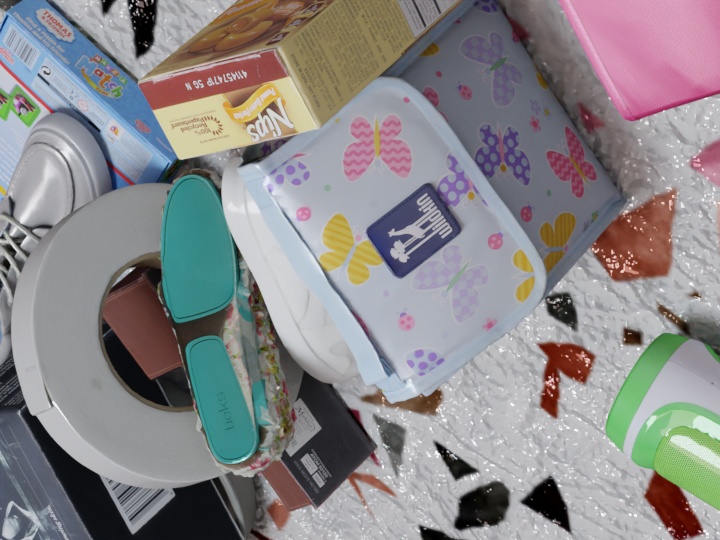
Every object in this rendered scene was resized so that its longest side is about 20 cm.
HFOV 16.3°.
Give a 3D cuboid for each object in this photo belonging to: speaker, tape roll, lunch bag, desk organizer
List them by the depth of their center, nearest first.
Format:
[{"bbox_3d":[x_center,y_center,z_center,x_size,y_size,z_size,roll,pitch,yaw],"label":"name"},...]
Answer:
[{"bbox_3d":[0.037,-0.042,1.438,0.127,0.200,0.170,-21,107,48],"label":"lunch bag"},{"bbox_3d":[0.246,0.117,1.477,0.200,0.088,0.089,31,137,18],"label":"speaker"},{"bbox_3d":[-0.131,0.043,1.649,0.203,0.203,0.037,54,149,-9],"label":"tape roll"},{"bbox_3d":[-0.088,0.073,1.740,0.200,0.072,0.077,54,142,-9],"label":"desk organizer"}]

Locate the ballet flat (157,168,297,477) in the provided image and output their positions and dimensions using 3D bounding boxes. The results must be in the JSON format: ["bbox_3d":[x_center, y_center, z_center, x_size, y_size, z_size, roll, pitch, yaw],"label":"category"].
[{"bbox_3d":[-0.085,0.034,1.628,0.076,0.064,0.200,-10,86,27],"label":"ballet flat"}]

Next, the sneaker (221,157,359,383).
[{"bbox_3d":[0.000,0.000,1.600,0.115,0.074,0.200,-7,139,20],"label":"sneaker"}]

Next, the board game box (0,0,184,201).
[{"bbox_3d":[-0.210,-0.078,1.747,0.151,0.037,0.200,42,139,4],"label":"board game box"}]

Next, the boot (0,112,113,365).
[{"bbox_3d":[-0.229,-0.011,1.715,0.074,0.096,0.200,31,138,16],"label":"boot"}]

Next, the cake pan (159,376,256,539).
[{"bbox_3d":[-0.158,0.151,1.888,0.200,0.037,0.200,23,134,25],"label":"cake pan"}]

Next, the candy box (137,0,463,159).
[{"bbox_3d":[-0.018,-0.141,1.403,0.115,0.200,0.055,-8,118,44],"label":"candy box"}]

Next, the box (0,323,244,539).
[{"bbox_3d":[-0.224,0.155,1.828,0.196,0.124,0.200,-7,117,46],"label":"box"}]

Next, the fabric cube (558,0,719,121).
[{"bbox_3d":[0.200,-0.214,1.162,0.199,0.196,0.200,-15,111,44],"label":"fabric cube"}]
